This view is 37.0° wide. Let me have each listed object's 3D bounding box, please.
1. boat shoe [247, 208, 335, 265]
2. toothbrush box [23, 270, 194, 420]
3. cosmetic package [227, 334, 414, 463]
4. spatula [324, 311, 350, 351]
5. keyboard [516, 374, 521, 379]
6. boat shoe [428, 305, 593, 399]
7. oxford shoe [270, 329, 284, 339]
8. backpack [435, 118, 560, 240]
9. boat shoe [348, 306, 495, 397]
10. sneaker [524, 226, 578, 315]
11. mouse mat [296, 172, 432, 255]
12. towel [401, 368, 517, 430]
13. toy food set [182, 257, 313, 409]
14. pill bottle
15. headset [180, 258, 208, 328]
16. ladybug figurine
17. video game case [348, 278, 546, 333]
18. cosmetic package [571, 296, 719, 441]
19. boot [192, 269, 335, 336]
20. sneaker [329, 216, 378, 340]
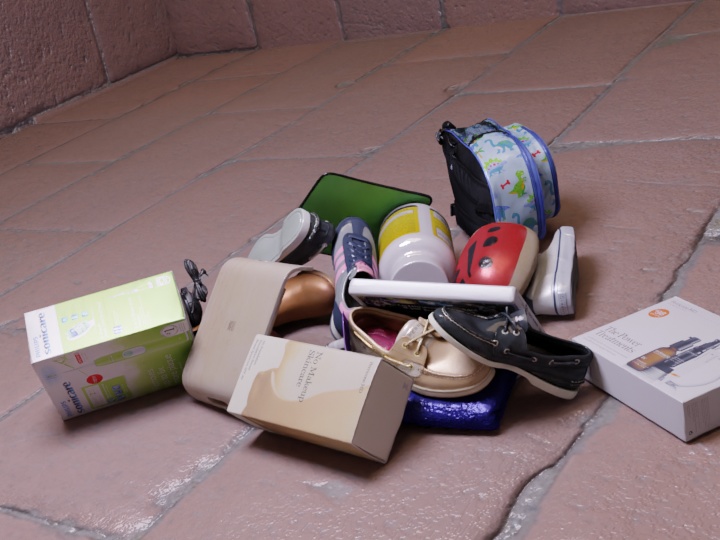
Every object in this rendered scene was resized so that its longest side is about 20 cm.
[{"bbox_3d":[-0.107,-0.024,1.555,0.060,0.076,0.200,20,-26,-26],"label":"boat shoe"},{"bbox_3d":[-0.321,0.100,1.420,0.199,0.146,0.086,-15,54,-8],"label":"toothbrush box"},{"bbox_3d":[-0.048,0.142,1.223,0.199,0.071,0.106,5,69,41],"label":"cosmetic package"},{"bbox_3d":[-0.031,0.094,1.324,0.020,0.057,0.200,-3,-14,-13],"label":"spatula"},{"bbox_3d":[0.125,0.109,1.343,0.200,0.011,0.056,8,31,42],"label":"keyboard"},{"bbox_3d":[0.170,0.074,1.176,0.199,0.066,0.075,28,22,-14],"label":"boat shoe"},{"bbox_3d":[-0.106,0.130,1.381,0.074,0.071,0.200,-49,34,-5],"label":"oxford shoe"},{"bbox_3d":[0.219,-0.129,1.638,0.146,0.184,0.200,-17,27,-6],"label":"backpack"},{"bbox_3d":[0.060,0.088,1.228,0.199,0.069,0.074,12,46,39],"label":"boat shoe"},{"bbox_3d":[0.257,-0.004,1.457,0.071,0.073,0.200,-3,24,16],"label":"sneaker"},{"bbox_3d":[-0.008,-0.074,1.607,0.199,0.161,0.008,11,44,-32],"label":"mouse mat"},{"bbox_3d":[0.086,0.130,1.262,0.199,0.050,0.148,-1,40,28],"label":"towel"},{"bbox_3d":[-0.141,0.080,1.366,0.060,0.201,0.143,26,-12,-39],"label":"toy food set"},{"bbox_3d":[0.080,-0.014,1.531,0.111,0.112,0.200,-11,21,5],"label":"pill bottle"},{"bbox_3d":[-0.282,0.053,1.555,0.123,0.094,0.200,-19,-3,-45],"label":"headset"},{"bbox_3d":[0.176,-0.004,1.435,0.136,0.072,0.200,-49,11,23],"label":"ladybug figurine"},{"bbox_3d":[0.109,0.052,1.290,0.199,0.182,0.023,3,71,23],"label":"video game case"},{"bbox_3d":[0.351,0.101,1.180,0.150,0.052,0.200,-18,22,-18],"label":"cosmetic package"},{"bbox_3d":[-0.133,0.067,1.521,0.200,0.074,0.155,-11,17,41],"label":"boot"},{"bbox_3d":[0.000,0.000,1.468,0.070,0.082,0.201,8,58,-15],"label":"sneaker"}]
